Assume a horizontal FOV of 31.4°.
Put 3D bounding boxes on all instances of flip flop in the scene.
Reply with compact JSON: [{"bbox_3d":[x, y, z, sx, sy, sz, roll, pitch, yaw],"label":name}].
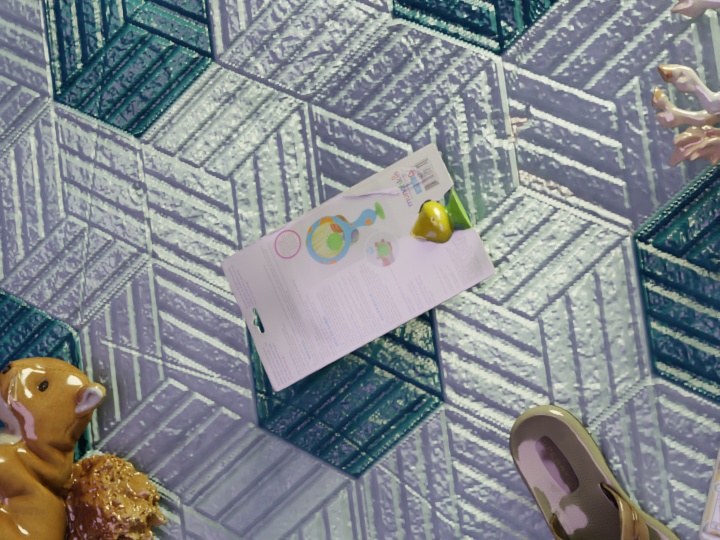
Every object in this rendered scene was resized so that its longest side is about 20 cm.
[{"bbox_3d":[0.175,0.186,0.932,0.081,0.057,0.201,-38,75,15],"label":"flip flop"}]

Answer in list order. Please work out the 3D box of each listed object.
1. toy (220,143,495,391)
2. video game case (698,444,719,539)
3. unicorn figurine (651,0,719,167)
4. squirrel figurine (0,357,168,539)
[{"bbox_3d":[0.000,0.000,1.015,0.198,0.047,0.116,-29,75,14],"label":"toy"},{"bbox_3d":[0.352,0.127,0.885,0.197,0.023,0.185,14,93,21],"label":"video game case"},{"bbox_3d":[0.284,-0.170,0.906,0.135,0.074,0.203,9,105,12],"label":"unicorn figurine"},{"bbox_3d":[-0.263,0.178,1.074,0.199,0.141,0.189,33,70,-18],"label":"squirrel figurine"}]
